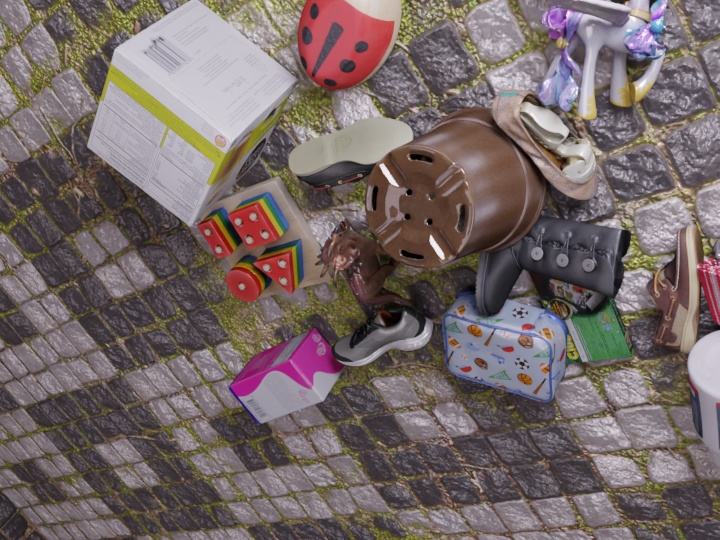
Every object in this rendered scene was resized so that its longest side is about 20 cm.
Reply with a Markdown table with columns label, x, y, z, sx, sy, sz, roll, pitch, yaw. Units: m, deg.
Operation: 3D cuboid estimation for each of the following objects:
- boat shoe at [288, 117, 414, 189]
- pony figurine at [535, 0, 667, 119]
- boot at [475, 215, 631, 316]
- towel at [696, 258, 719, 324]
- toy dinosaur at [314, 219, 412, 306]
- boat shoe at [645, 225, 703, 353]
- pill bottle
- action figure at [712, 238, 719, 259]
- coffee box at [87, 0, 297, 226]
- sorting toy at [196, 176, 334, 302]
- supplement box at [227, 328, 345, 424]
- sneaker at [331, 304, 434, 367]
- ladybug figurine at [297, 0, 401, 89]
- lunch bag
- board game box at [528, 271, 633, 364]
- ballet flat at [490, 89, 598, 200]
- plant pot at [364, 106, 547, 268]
| label | x | y | z | sx | sy | sz | roll | pitch | yaw |
| --- | --- | --- | --- | --- | --- | --- | --- | --- | --- |
| boat shoe | -0.007 | -0.172 | 1.170 | 0.199 | 0.075 | 0.063 | -12 | 154 | 25 |
| pony figurine | 0.267 | -0.277 | 0.888 | 0.190 | 0.167 | 0.202 | 1 | 127 | -11 |
| boot | 0.266 | 0.004 | 1.108 | 0.198 | 0.065 | 0.167 | 12 | 112 | 27 |
| towel | 0.518 | 0.054 | 0.958 | 0.199 | 0.023 | 0.145 | 22 | 159 | 43 |
| toy dinosaur | 0.000 | 0.000 | 1.241 | 0.085 | 0.136 | 0.201 | -15 | 116 | 37 |
| boat shoe | 0.422 | 0.028 | 1.066 | 0.071 | 0.072 | 0.202 | 6 | 132 | 25 |
| pill bottle | 0.519 | 0.187 | 1.086 | 0.118 | 0.120 | 0.201 | 2 | 137 | 29 |
| action figure | 0.530 | 0.021 | 0.977 | 0.193 | 0.104 | 0.201 | 39 | 134 | 11 |
| coffee box | -0.247 | -0.231 | 1.165 | 0.199 | 0.200 | 0.198 | 37 | 135 | -1 |
| sorting toy | -0.177 | -0.036 | 1.362 | 0.198 | 0.070 | 0.200 | -14 | 116 | 36 |
| supplement box | -0.141 | 0.203 | 1.500 | 0.199 | 0.104 | 0.102 | -25 | 108 | 42 |
| sneaker | 0.027 | 0.104 | 1.342 | 0.199 | 0.074 | 0.079 | -22 | 124 | 33 |
| ladybug figurine | -0.024 | -0.320 | 1.056 | 0.135 | 0.072 | 0.201 | 34 | 134 | 3 |
| lunch bag | 0.221 | 0.121 | 1.237 | 0.198 | 0.076 | 0.162 | 15 | 136 | 29 |
| board game box | 0.323 | 0.050 | 1.169 | 0.104 | 0.024 | 0.202 | -12 | 116 | 34 |
| ballet flat | 0.248 | -0.156 | 0.994 | 0.199 | 0.069 | 0.067 | 33 | 163 | -22 |
| plant pot | 0.116 | -0.101 | 1.019 | 0.198 | 0.198 | 0.203 | 9 | 109 | 29 |
